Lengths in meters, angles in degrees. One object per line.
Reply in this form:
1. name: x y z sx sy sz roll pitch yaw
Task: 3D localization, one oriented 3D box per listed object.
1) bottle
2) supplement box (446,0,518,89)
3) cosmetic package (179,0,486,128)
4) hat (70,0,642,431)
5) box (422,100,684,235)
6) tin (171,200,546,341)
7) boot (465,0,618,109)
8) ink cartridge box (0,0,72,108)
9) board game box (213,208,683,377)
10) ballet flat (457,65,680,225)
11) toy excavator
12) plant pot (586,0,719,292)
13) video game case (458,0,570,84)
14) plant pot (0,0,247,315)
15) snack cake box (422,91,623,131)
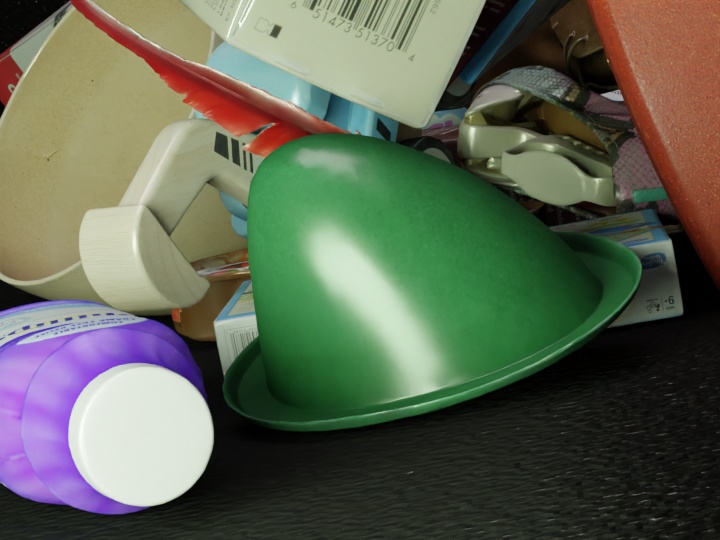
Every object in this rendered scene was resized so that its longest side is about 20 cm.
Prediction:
1. bottle: -0.100 0.049 1.019 0.083 0.065 0.200 -11 6 -15
2. supplement box: 0.056 -0.179 1.280 0.061 0.109 0.200 20 -43 -20
3. cosmetic package: -0.026 -0.141 1.226 0.103 0.087 0.200 21 9 -25
4. hat: -0.008 -0.049 1.095 0.199 0.176 0.166 -16 18 7
5. box: 0.095 -0.049 1.548 0.200 0.075 0.100 -6 7 24
6. tin: 0.000 0.000 1.428 0.199 0.042 0.112 -11 2 -8
7. boot: 0.120 -0.119 1.474 0.200 0.074 0.075 -19 20 36
8. ink cartridge box: -0.124 -0.158 1.742 0.144 0.084 0.200 -42 10 -34
9. board game box: 0.041 0.012 1.260 0.199 0.034 0.134 -10 7 5
10. ballet flat: 0.094 -0.060 1.400 0.071 0.069 0.200 -9 17 -28
11. toy excavator: -0.047 -0.057 1.333 0.100 0.195 0.200 -4 -19 38
12. plant pot: 0.220 -0.091 1.226 0.199 0.177 0.200 -9 6 20
13. video game case: 0.127 -0.178 1.361 0.200 0.018 0.143 -41 -8 -49
14. plant pot: -0.097 -0.054 1.540 0.134 0.201 0.200 31 -20 -33
15. snack cake box: 0.115 -0.107 1.650 0.199 0.067 0.115 8 38 14
